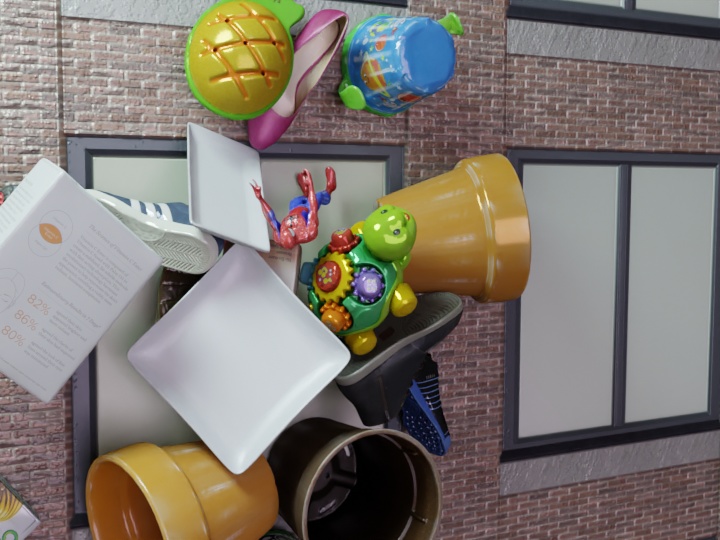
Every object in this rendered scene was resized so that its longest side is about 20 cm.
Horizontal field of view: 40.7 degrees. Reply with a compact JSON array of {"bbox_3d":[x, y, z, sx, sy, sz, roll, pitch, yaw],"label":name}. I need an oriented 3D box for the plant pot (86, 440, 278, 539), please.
[{"bbox_3d":[-0.207,0.292,1.188,0.181,0.198,0.205,-17,102,-41],"label":"plant pot"}]

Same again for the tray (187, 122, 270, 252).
[{"bbox_3d":[-0.168,-0.100,1.198,0.106,0.202,0.022,20,127,-27],"label":"tray"}]

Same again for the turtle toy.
[{"bbox_3d":[0.000,0.000,1.224,0.200,0.147,0.100,-44,148,20],"label":"turtle toy"}]

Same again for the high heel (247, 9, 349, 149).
[{"bbox_3d":[-0.079,-0.247,1.259,0.067,0.095,0.202,37,77,-25],"label":"high heel"}]

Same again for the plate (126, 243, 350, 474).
[{"bbox_3d":[-0.144,0.103,1.167,0.200,0.032,0.200,-45,87,-8],"label":"plate"}]

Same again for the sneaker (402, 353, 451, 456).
[{"bbox_3d":[0.091,0.174,1.398,0.078,0.069,0.202,-48,124,-34],"label":"sneaker"}]

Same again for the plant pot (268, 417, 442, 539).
[{"bbox_3d":[-0.024,0.289,1.275,0.196,0.197,0.205,-2,95,-26],"label":"plant pot"}]

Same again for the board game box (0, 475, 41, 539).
[{"bbox_3d":[-0.489,0.318,1.125,0.200,0.034,0.127,-44,112,-18],"label":"board game box"}]

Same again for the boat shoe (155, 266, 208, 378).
[{"bbox_3d":[-0.229,0.065,1.223,0.073,0.066,0.205,9,78,-26],"label":"boat shoe"}]

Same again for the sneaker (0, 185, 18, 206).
[{"bbox_3d":[-0.369,-0.010,1.147,0.094,0.079,0.204,-24,114,-29],"label":"sneaker"}]

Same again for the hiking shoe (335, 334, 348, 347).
[{"bbox_3d":[-0.050,0.096,1.314,0.197,0.075,0.103,-21,107,-24],"label":"hiking shoe"}]

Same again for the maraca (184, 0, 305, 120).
[{"bbox_3d":[-0.144,-0.285,1.218,0.135,0.107,0.204,22,76,-14],"label":"maraca"}]

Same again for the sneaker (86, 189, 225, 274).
[{"bbox_3d":[-0.256,-0.056,1.185,0.196,0.085,0.076,20,121,5],"label":"sneaker"}]

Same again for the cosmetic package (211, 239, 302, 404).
[{"bbox_3d":[-0.134,0.064,1.233,0.101,0.087,0.205,6,85,-1],"label":"cosmetic package"}]

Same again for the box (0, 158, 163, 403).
[{"bbox_3d":[-0.342,0.009,1.053,0.201,0.106,0.152,-51,122,-9],"label":"box"}]

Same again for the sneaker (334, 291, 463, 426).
[{"bbox_3d":[0.060,0.116,1.297,0.198,0.075,0.107,-32,125,-7],"label":"sneaker"}]

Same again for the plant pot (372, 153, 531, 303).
[{"bbox_3d":[0.115,-0.048,1.337,0.179,0.200,0.205,-8,98,-10],"label":"plant pot"}]

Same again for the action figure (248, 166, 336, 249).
[{"bbox_3d":[-0.080,-0.099,1.215,0.064,0.201,0.101,-12,117,14],"label":"action figure"}]

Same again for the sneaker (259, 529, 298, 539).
[{"bbox_3d":[-0.074,0.426,1.324,0.200,0.085,0.079,43,75,-23],"label":"sneaker"}]

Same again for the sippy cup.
[{"bbox_3d":[0.059,-0.283,1.310,0.138,0.130,0.181,21,84,-27],"label":"sippy cup"}]
